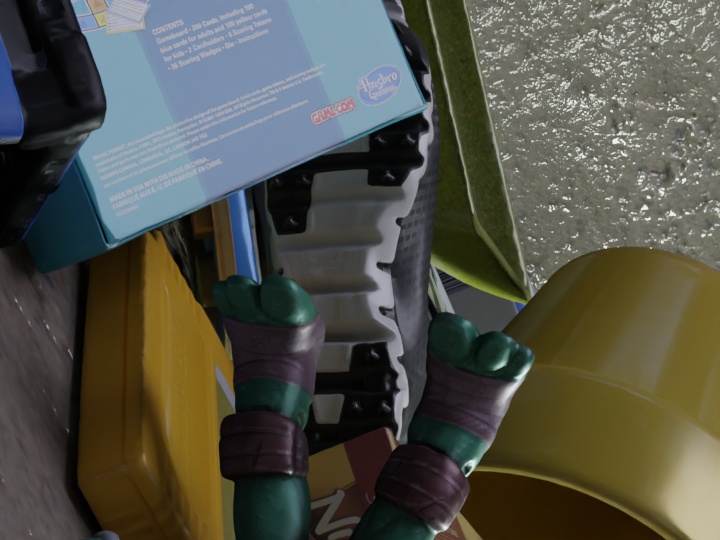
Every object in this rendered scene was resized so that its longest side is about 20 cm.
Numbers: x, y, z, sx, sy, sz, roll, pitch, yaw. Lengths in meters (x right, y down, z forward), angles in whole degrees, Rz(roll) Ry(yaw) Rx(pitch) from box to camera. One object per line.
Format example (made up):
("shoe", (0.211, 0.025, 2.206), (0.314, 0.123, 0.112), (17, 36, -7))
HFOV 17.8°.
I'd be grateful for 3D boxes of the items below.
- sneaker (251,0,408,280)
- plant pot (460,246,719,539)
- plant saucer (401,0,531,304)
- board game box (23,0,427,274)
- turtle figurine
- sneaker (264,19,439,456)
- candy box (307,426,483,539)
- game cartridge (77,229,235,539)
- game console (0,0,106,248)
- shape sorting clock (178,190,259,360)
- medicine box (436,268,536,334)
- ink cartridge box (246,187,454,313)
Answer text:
("sneaker", (-0.021, -0.038, 0.981), (0.082, 0.075, 0.200), (-159, -109, -77))
("plant pot", (0.112, 0.096, 1.056), (0.189, 0.201, 0.201), (-58, 133, -44))
("plant saucer", (0.027, -0.089, 1.089), (0.200, 0.048, 0.200), (42, 35, -74))
("board game box", (-0.078, -0.119, 0.775), (0.151, 0.047, 0.200), (-26, 96, -40))
("turtle figurine", (-0.019, 0.106, 0.666), (0.101, 0.150, 0.200), (130, -24, -64))
("sneaker", (0.000, 0.000, 0.915), (0.091, 0.066, 0.200), (58, 34, -66))
("candy box", (0.029, 0.146, 0.864), (0.200, 0.056, 0.117), (57, 12, -63))
("game cartridge", (-0.043, 0.099, 0.808), (0.176, 0.032, 0.200), (-100, 168, -62))
("game console", (-0.157, -0.107, 0.609), (0.200, 0.118, 0.171), (70, -24, 10))
("shape sorting clock", (-0.070, -0.062, 0.934), (0.200, 0.039, 0.200), (171, -90, -88))
("medicine box", (0.081, 0.052, 1.659), (0.200, 0.103, 0.182), (60, 10, -46))
("ink cartridge box", (-0.007, 0.009, 1.159), (0.145, 0.083, 0.200), (-101, 167, -60))
